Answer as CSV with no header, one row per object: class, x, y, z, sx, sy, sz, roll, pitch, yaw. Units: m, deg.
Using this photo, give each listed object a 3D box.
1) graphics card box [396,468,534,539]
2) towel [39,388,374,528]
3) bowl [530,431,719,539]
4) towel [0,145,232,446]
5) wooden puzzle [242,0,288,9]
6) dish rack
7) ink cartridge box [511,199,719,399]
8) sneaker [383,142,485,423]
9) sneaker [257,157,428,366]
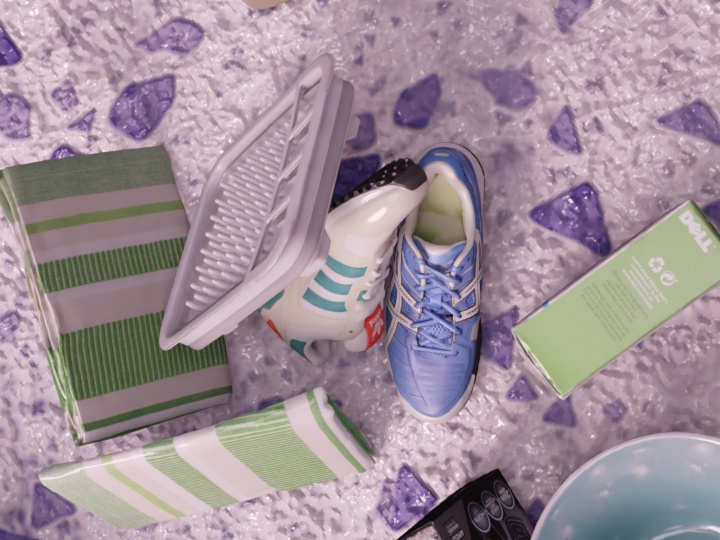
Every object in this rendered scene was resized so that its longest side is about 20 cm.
graphics card box,0.107,0.246,1.007,0.051,0.125,0.201,-36,83,28
towel,-0.101,0.134,1.033,0.199,0.153,0.024,-15,66,8
bowl,0.217,0.218,0.982,0.200,0.105,0.202,-8,65,18
towel,-0.172,0.014,1.054,0.023,0.152,0.201,-26,80,45
wooden puzzle,-0.031,-0.314,1.074,0.184,0.046,0.201,-18,87,9
dish rack,-0.065,-0.037,1.004,0.043,0.200,0.172,25,58,-22
ink cartridge box,0.200,0.003,1.004,0.200,0.104,0.059,-37,85,8
sneaker,0.049,0.009,1.044,0.075,0.077,0.201,0,91,8
sneaker,0.000,0.000,1.026,0.094,0.070,0.200,52,134,-1
